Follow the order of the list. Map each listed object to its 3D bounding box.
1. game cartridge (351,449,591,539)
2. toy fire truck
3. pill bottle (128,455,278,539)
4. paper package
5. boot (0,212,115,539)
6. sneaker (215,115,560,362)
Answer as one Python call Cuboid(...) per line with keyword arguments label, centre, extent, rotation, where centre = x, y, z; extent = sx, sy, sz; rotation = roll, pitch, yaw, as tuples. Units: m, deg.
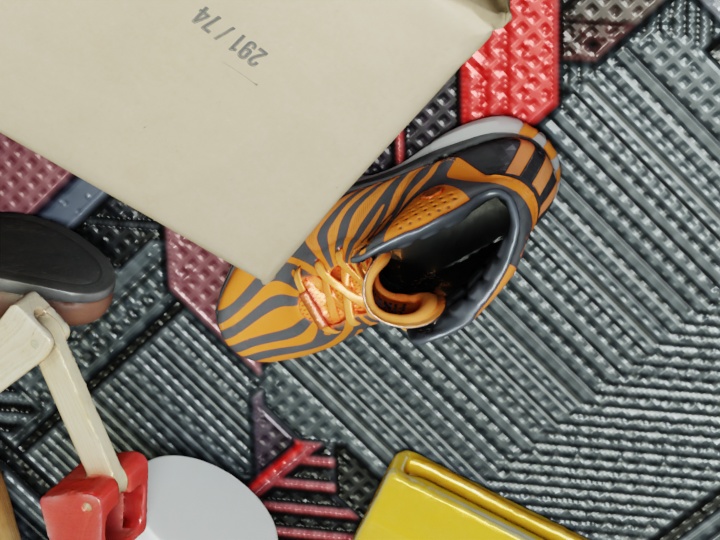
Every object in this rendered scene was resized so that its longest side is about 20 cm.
Cuboid(label="game cartridge", centre=(0.058, 0.210, 1.400), extent=(0.176, 0.032, 0.200), rotation=(27, 122, 1))
Cuboid(label="toy fire truck", centre=(-0.185, 0.044, 1.286), extent=(0.140, 0.049, 0.201), rotation=(2, 114, 27))
Cuboid(label="pill bottle", centre=(-0.124, 0.197, 1.393), extent=(0.112, 0.113, 0.200), rotation=(31, 119, -2))
Cuboid(label="paper package", centre=(-0.068, -0.122, 1.195), extent=(0.200, 0.104, 0.191), rotation=(30, 122, -21))
Cuboid(label="boot", centre=(-0.203, 0.073, 1.378), extent=(0.187, 0.069, 0.201), rotation=(1, 117, 14))
Cuboid(label="sneaker", centre=(0.000, 0.000, 1.259), extent=(0.200, 0.112, 0.078), rotation=(-32, 104, 27))
